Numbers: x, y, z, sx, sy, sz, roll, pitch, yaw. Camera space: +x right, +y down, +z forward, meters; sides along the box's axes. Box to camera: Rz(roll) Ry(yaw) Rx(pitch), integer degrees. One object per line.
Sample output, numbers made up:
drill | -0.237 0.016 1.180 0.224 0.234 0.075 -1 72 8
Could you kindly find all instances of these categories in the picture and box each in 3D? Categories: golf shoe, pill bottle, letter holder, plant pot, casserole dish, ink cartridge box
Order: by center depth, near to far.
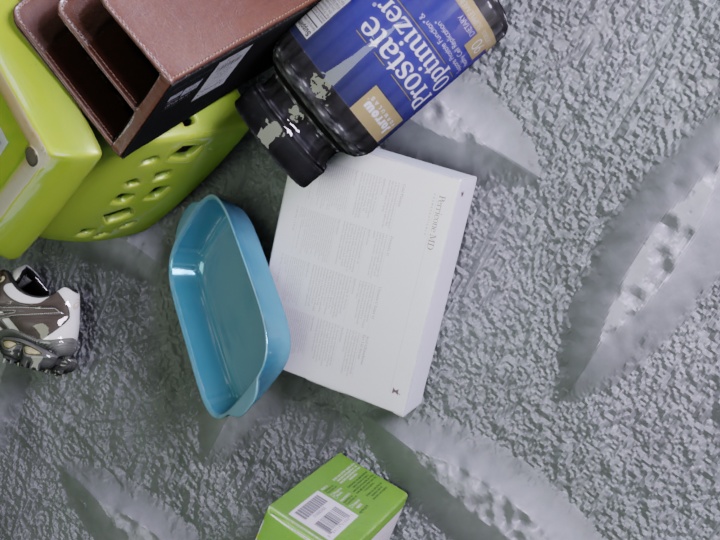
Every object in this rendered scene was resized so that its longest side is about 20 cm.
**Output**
letter holder | -0.138 -0.205 0.779 0.143 0.200 0.100 50 138 -2
pill bottle | 0.005 -0.160 0.789 0.199 0.112 0.112 -41 81 6
plant pot | -0.243 -0.137 0.855 0.198 0.181 0.202 -35 83 42
ink cartridge box | -0.050 0.277 0.876 0.075 0.147 0.202 27 107 17
casserole dish | -0.111 0.030 0.888 0.121 0.038 0.202 -50 50 39
golf shoe | -0.354 0.037 1.021 0.197 0.078 0.096 14 85 19

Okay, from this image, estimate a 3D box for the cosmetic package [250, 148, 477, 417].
cosmetic package | 0.000 0.000 0.870 0.149 0.052 0.203 19 104 22
